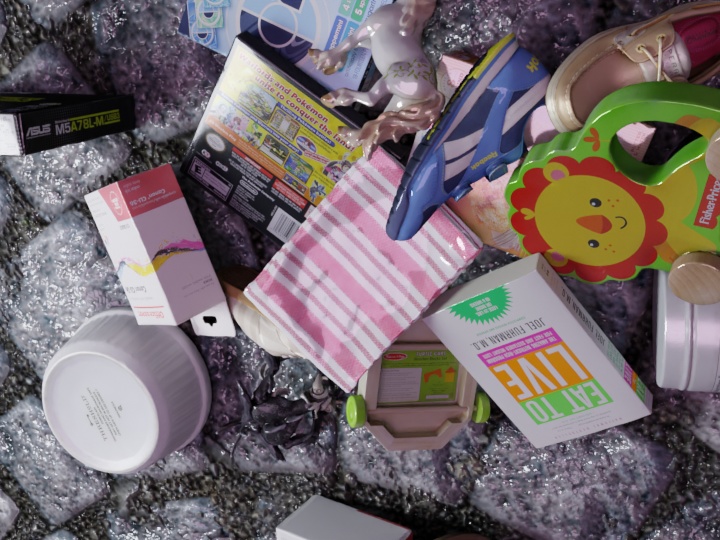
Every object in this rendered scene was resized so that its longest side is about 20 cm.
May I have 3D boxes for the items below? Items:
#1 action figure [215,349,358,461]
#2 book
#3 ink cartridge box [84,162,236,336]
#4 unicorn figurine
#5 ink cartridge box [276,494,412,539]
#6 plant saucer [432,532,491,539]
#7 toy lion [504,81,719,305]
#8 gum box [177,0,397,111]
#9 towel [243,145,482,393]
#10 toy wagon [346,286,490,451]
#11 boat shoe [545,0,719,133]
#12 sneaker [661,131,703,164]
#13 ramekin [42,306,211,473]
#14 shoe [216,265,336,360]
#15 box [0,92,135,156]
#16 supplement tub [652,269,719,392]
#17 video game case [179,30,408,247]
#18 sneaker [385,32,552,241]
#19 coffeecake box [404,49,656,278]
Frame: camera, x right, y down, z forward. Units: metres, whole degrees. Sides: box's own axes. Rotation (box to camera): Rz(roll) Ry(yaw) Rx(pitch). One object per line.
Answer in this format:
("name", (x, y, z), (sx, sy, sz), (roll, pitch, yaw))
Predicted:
("action figure", (-0.061, 0.135, 0.853), (0.199, 0.102, 0.120), (-24, 109, 1))
("book", (0.173, 0.081, 0.745), (0.133, 0.048, 0.200), (-26, 116, 39))
("ink cartridge box", (-0.220, -0.006, 0.849), (0.116, 0.067, 0.201), (-5, 109, 55))
("unicorn figurine", (0.023, -0.201, 0.682), (0.137, 0.074, 0.201), (-23, 78, 14))
("ink cartridge box", (-0.015, 0.392, 0.913), (0.146, 0.083, 0.202), (8, 110, 33))
("plant saucer", (0.085, 0.384, 0.866), (0.029, 0.199, 0.202), (23, 119, 52))
("toy lion", (0.212, -0.062, 0.615), (0.190, 0.069, 0.201), (17, 140, 20))
("gum box", (-0.063, -0.274, 0.754), (0.199, 0.045, 0.171), (26, 113, 6))
("towel", (0.000, 0.000, 0.730), (0.146, 0.030, 0.200), (43, 99, 1))
("toy wagon", (0.067, 0.089, 0.798), (0.154, 0.040, 0.202), (2, 101, -20))
("boat shoe", (0.243, -0.173, 0.627), (0.199, 0.069, 0.074), (-32, 107, -14))
("sneaker", (0.334, -0.127, 0.644), (0.075, 0.114, 0.201), (35, 113, 3))
("ramekin", (-0.290, 0.152, 0.932), (0.201, 0.094, 0.204), (5, 108, 15))
("shoe", (-0.085, 0.056, 0.832), (0.199, 0.070, 0.054), (30, 119, 37))
("box", (-0.373, -0.158, 0.805), (0.198, 0.193, 0.048), (5, 111, 16))
("supplement tub", (0.368, 0.044, 0.681), (0.198, 0.132, 0.133), (1, 107, 17))
("video game case", (-0.076, -0.113, 0.794), (0.199, 0.026, 0.181), (36, 129, 1))
("sneaker", (0.094, -0.099, 0.659), (0.082, 0.074, 0.200), (34, 104, -10))
("coffeecake box", (0.151, -0.102, 0.730), (0.199, 0.073, 0.154), (22, 113, 10))
